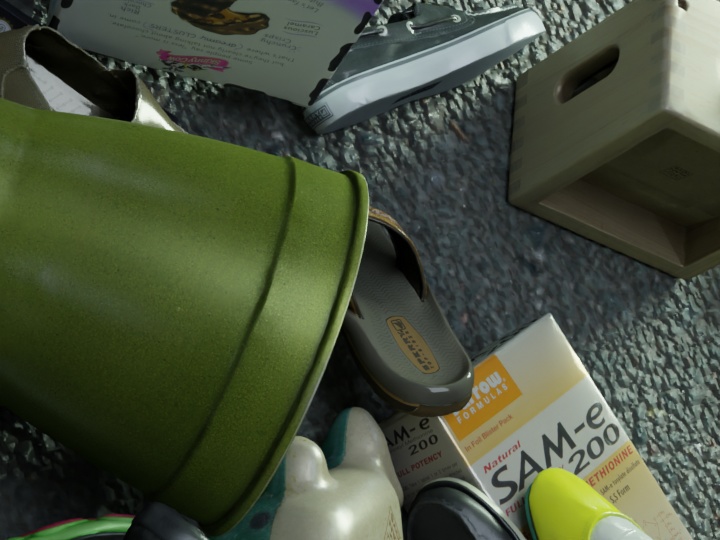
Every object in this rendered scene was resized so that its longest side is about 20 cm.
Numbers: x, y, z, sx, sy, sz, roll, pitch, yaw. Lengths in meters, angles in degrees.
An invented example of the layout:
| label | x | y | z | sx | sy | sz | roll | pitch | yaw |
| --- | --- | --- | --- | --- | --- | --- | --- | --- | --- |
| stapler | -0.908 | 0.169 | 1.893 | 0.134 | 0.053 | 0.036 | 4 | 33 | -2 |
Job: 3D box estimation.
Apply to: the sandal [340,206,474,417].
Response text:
| label | x | y | z | sx | sy | sz | roll | pitch | yaw |
| --- | --- | --- | --- | --- | --- | --- | --- | --- | --- |
| sandal | 0.000 | 0.000 | 1.286 | 0.082 | 0.055 | 0.200 | -16 | 54 | -30 |

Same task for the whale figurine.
| label | x | y | z | sx | sy | sz | roll | pitch | yaw |
| --- | --- | --- | --- | --- | --- | --- | --- | --- | --- |
| whale figurine | -0.031 | 0.159 | 1.214 | 0.200 | 0.104 | 0.159 | -71 | 147 | -56 |

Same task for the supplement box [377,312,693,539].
| label | x | y | z | sx | sy | sz | roll | pitch | yaw |
| --- | --- | --- | --- | --- | --- | --- | --- | --- | --- |
| supplement box | 0.109 | 0.144 | 1.329 | 0.126 | 0.074 | 0.200 | -34 | 91 | -41 |

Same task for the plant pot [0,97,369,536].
| label | x | y | z | sx | sy | sz | roll | pitch | yaw |
| --- | --- | --- | --- | --- | --- | --- | --- | --- | --- |
| plant pot | -0.126 | 0.007 | 1.122 | 0.193 | 0.200 | 0.200 | 22 | 57 | -14 |

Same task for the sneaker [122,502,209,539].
| label | x | y | z | sx | sy | sz | roll | pitch | yaw |
| --- | --- | --- | --- | --- | --- | --- | --- | --- | --- |
| sneaker | -0.113 | 0.209 | 1.074 | 0.075 | 0.200 | 0.115 | 33 | 53 | 29 |

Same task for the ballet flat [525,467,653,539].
| label | x | y | z | sx | sy | sz | roll | pitch | yaw |
| --- | --- | --- | --- | --- | --- | --- | --- | --- | --- |
| ballet flat | 0.162 | 0.197 | 1.254 | 0.067 | 0.067 | 0.200 | -20 | 85 | -43 |

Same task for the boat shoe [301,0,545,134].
| label | x | y | z | sx | sy | sz | roll | pitch | yaw |
| --- | --- | --- | --- | --- | --- | --- | --- | --- | --- |
| boat shoe | 0.037 | -0.142 | 1.412 | 0.200 | 0.069 | 0.057 | -24 | 85 | -39 |

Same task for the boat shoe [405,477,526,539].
| label | x | y | z | sx | sy | sz | roll | pitch | yaw |
| --- | --- | --- | --- | --- | --- | --- | --- | --- | --- |
| boat shoe | 0.072 | 0.216 | 1.255 | 0.063 | 0.074 | 0.201 | -21 | 93 | -61 |

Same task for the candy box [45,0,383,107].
| label | x | y | z | sx | sy | sz | roll | pitch | yaw |
| --- | --- | --- | --- | --- | --- | --- | --- | --- | --- |
| candy box | -0.071 | -0.184 | 1.241 | 0.168 | 0.200 | 0.072 | 12 | 61 | -17 |

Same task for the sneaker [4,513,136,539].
| label | x | y | z | sx | sy | sz | roll | pitch | yaw |
| --- | --- | --- | --- | --- | --- | --- | --- | --- | --- |
| sneaker | -0.169 | 0.176 | 1.116 | 0.200 | 0.077 | 0.084 | -15 | 85 | -30 |

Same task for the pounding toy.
| label | x | y | z | sx | sy | sz | roll | pitch | yaw |
| --- | --- | --- | --- | --- | --- | --- | --- | --- | --- |
| pounding toy | 0.232 | -0.109 | 1.452 | 0.184 | 0.200 | 0.142 | 22 | 58 | -28 |

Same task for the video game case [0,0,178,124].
| label | x | y | z | sx | sy | sz | roll | pitch | yaw |
| --- | --- | --- | --- | --- | --- | --- | --- | --- | --- |
| video game case | -0.208 | -0.055 | 1.217 | 0.181 | 0.026 | 0.200 | 34 | 53 | -20 |

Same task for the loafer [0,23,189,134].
| label | x | y | z | sx | sy | sz | roll | pitch | yaw |
| --- | --- | --- | --- | --- | --- | --- | --- | --- | --- |
| loafer | -0.132 | -0.065 | 1.216 | 0.200 | 0.067 | 0.076 | 30 | 54 | -22 |
